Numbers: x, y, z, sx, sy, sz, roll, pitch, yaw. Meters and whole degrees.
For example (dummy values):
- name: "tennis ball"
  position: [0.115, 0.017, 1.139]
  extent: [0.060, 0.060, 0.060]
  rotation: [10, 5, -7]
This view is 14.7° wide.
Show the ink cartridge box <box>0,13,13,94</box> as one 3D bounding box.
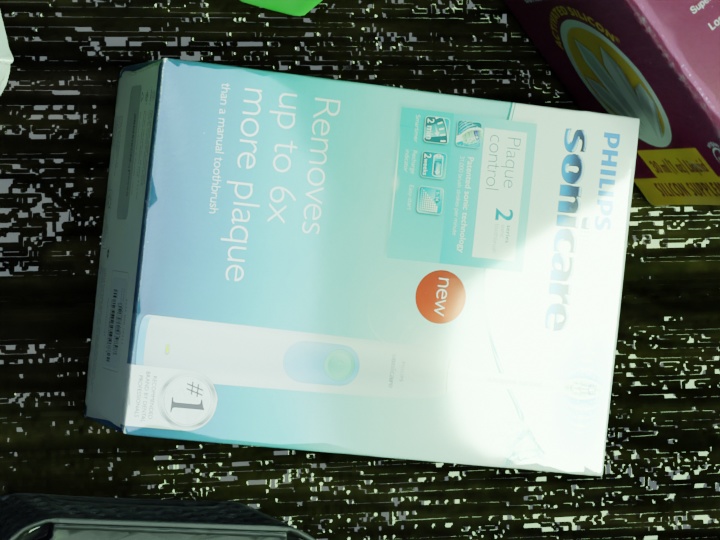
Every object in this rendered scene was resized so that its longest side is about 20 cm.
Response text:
- name: "ink cartridge box"
  position: [-0.246, -0.077, 0.978]
  extent: [0.199, 0.145, 0.084]
  rotation: [12, 47, -36]

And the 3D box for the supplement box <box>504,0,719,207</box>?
- name: "supplement box"
  position: [0.122, -0.131, 1.124]
  extent: [0.103, 0.131, 0.200]
  rotation: [-39, 101, -11]

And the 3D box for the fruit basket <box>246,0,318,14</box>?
- name: "fruit basket"
  position: [-0.059, -0.213, 1.026]
  extent: [0.215, 0.216, 0.156]
  rotation: [13, 53, -16]

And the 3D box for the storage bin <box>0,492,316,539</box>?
- name: "storage bin"
  position: [-0.089, 0.193, 1.095]
  extent: [0.135, 0.094, 0.201]
  rotation: [4, 92, -16]

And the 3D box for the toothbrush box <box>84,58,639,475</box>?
- name: "toothbrush box"
  position: [0.000, 0.000, 1.118]
  extent: [0.199, 0.085, 0.147]
  rotation: [7, 90, -17]
